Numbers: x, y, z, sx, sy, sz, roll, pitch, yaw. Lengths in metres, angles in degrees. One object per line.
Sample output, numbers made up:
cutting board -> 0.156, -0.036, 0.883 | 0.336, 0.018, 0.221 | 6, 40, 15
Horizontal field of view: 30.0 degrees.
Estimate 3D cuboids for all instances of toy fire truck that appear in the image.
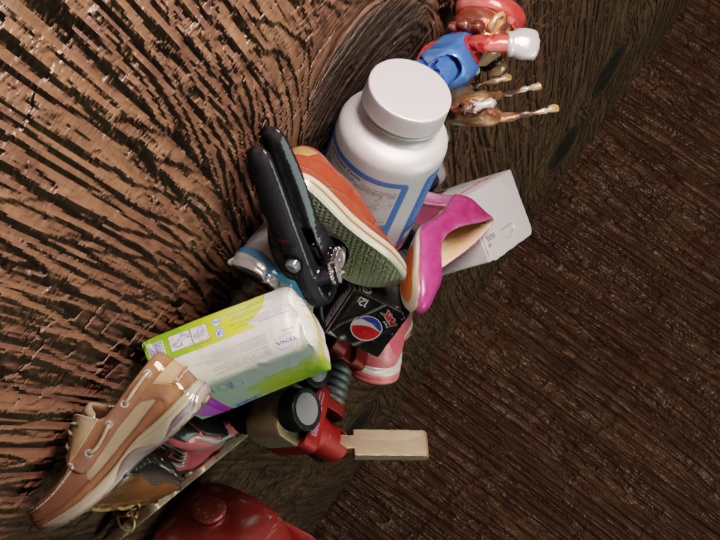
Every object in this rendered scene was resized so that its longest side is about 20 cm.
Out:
toy fire truck -> -0.022, 0.135, 1.498 | 0.200, 0.129, 0.176 | 39, 54, -41

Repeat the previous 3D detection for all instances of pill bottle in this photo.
pill bottle -> 0.021, -0.109, 1.327 | 0.112, 0.112, 0.200 | -46, 167, -40

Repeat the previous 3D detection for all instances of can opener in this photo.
can opener -> -0.061, -0.042, 1.189 | 0.200, 0.078, 0.063 | 71, 28, -49

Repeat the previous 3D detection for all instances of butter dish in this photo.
butter dish -> -0.188, 0.353, 1.756 | 0.200, 0.199, 0.148 | -48, 145, -38

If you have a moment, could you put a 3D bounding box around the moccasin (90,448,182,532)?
moccasin -> -0.232, 0.211, 1.325 | 0.078, 0.074, 0.201 | -46, 173, 2

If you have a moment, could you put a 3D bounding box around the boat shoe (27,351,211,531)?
boat shoe -> -0.222, 0.148, 1.183 | 0.200, 0.072, 0.076 | -42, -177, 5

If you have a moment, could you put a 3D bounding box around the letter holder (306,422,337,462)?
letter holder -> -0.062, 0.139, 1.652 | 0.101, 0.142, 0.200 | -50, 168, -23

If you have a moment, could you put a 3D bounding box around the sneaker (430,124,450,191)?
sneaker -> 0.044, -0.110, 1.554 | 0.109, 0.070, 0.200 | -49, 170, -12

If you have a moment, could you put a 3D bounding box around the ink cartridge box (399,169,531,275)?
ink cartridge box -> 0.081, -0.042, 1.593 | 0.200, 0.084, 0.145 | -16, -172, 30

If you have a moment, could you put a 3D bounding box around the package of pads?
package of pads -> -0.110, 0.083, 1.301 | 0.154, 0.068, 0.200 | -22, 169, 1

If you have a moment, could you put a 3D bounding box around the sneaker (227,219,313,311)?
sneaker -> -0.067, -0.014, 1.358 | 0.087, 0.075, 0.200 | -60, 170, -4

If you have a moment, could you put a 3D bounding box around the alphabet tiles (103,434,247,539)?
alphabet tiles -> -0.217, 0.254, 1.562 | 0.196, 0.015, 0.200 | -40, 177, 28

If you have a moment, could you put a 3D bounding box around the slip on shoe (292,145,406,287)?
slip on shoe -> -0.014, -0.047, 1.281 | 0.200, 0.074, 0.061 | 46, 45, -41

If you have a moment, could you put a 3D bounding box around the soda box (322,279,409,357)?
soda box -> 0.000, 0.000, 1.435 | 0.063, 0.071, 0.200 | -53, -157, 27

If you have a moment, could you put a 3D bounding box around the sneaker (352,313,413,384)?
sneaker -> 0.034, 0.054, 1.663 | 0.200, 0.074, 0.087 | -83, -178, -58

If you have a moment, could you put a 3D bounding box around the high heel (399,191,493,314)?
high heel -> 0.094, -0.014, 1.397 | 0.200, 0.096, 0.067 | -85, -167, -58

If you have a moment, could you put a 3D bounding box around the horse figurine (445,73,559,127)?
horse figurine -> 0.126, -0.191, 1.506 | 0.132, 0.200, 0.050 | -14, 111, -20

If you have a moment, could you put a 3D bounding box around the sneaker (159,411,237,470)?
sneaker -> -0.186, 0.185, 1.444 | 0.087, 0.074, 0.200 | -52, 169, 1

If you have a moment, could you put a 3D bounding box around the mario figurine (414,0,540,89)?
mario figurine -> 0.112, -0.211, 1.409 | 0.200, 0.123, 0.106 | -44, 153, -30
